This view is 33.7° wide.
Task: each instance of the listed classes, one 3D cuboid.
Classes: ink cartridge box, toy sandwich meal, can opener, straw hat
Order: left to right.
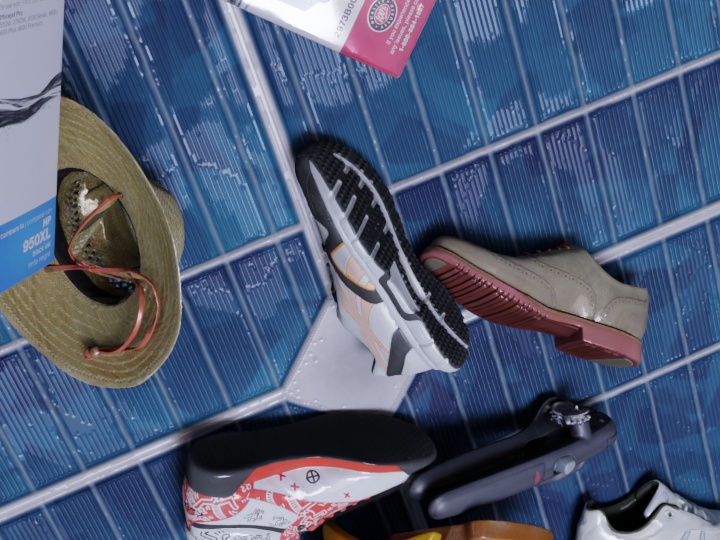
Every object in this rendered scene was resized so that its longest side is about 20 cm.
[{"bbox_3d":[-0.260,-0.101,0.708,0.144,0.084,0.201,14,113,14],"label":"ink cartridge box"},{"bbox_3d":[-0.167,-0.027,0.796,0.085,0.200,0.202,-28,129,-51],"label":"straw hat"},{"bbox_3d":[-0.040,-0.231,0.747,0.199,0.084,0.145,20,106,-23],"label":"ink cartridge box"},{"bbox_3d":[0.058,0.237,0.957,0.204,0.205,0.071,14,71,-21],"label":"toy sandwich meal"},{"bbox_3d":[0.128,0.156,0.956,0.199,0.063,0.079,-15,112,-37],"label":"can opener"}]

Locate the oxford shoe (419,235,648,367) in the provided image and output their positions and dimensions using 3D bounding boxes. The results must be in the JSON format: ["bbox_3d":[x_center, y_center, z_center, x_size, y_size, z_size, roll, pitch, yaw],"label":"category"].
[{"bbox_3d":[0.138,0.009,0.932,0.199,0.070,0.075,25,73,-20],"label":"oxford shoe"}]

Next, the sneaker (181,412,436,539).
[{"bbox_3d":[-0.043,0.178,0.944,0.200,0.067,0.108,-3,123,-19],"label":"sneaker"}]

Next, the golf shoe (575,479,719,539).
[{"bbox_3d":[0.285,0.231,1.059,0.199,0.078,0.098,-10,110,-13],"label":"golf shoe"}]

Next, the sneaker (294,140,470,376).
[{"bbox_3d":[0.000,0.000,0.871,0.080,0.074,0.201,-19,109,33],"label":"sneaker"}]
